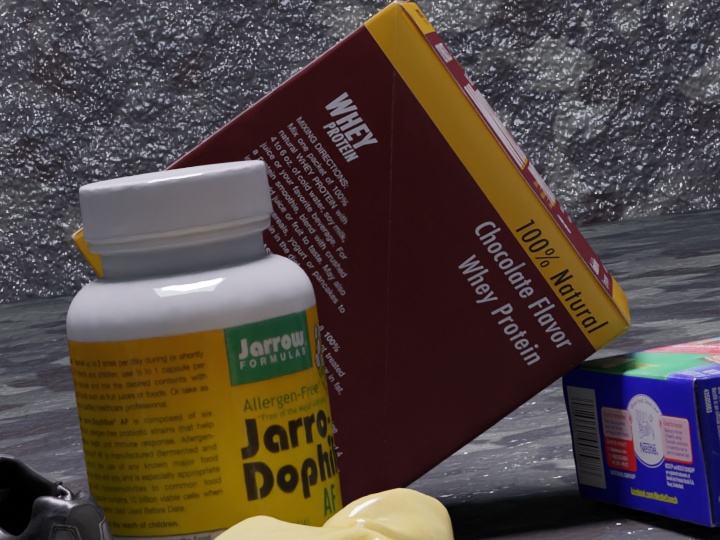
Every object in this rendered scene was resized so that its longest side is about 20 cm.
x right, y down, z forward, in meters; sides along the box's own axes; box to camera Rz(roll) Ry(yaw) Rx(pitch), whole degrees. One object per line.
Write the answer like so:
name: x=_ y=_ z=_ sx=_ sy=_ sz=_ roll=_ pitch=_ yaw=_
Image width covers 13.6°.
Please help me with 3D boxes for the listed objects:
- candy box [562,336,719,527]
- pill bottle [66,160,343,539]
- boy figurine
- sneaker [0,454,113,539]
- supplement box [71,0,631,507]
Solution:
candy box: x=0.223 y=0.068 z=1.477 sx=0.199 sy=0.078 sz=0.169 roll=-8 pitch=3 yaw=-18
pill bottle: x=-0.069 y=0.056 z=1.325 sx=0.112 sy=0.201 sz=0.113 roll=-7 pitch=4 yaw=1
boy figurine: x=-0.035 y=0.133 z=1.198 sx=0.124 sy=0.065 sz=0.200 roll=-4 pitch=5 yaw=37
sneaker: x=-0.161 y=0.125 z=1.326 sx=0.066 sy=0.091 sz=0.200 roll=-10 pitch=5 yaw=-35
supplement box: x=0.000 y=0.000 z=1.513 sx=0.200 sy=0.198 sz=0.133 roll=-36 pitch=2 yaw=6
